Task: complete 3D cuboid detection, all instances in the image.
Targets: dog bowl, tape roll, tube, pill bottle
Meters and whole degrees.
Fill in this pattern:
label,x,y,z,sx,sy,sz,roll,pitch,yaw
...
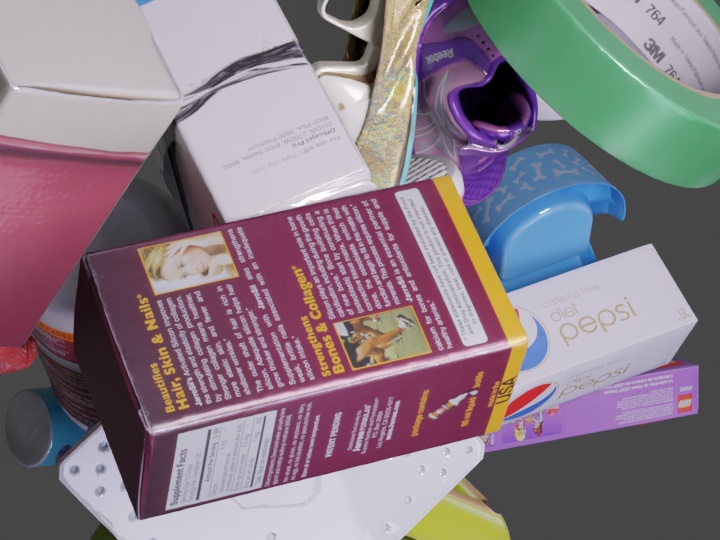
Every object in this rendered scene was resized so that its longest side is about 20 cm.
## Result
label,x,y,z,sx,sy,sz,roll,pitch,yaw
dog bowl,0.116,-0.012,1.793,0.111,0.050,0.200,-19,148,-15
tape roll,0.146,-0.136,1.490,0.200,0.201,0.048,11,131,-47
tube,-0.144,0.098,1.757,0.200,0.050,0.077,-4,148,-44
pill bottle,-0.143,0.037,1.600,0.109,0.110,0.200,-23,148,-9

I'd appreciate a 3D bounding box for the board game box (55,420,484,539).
label,x,y,z,sx,sy,sz,roll,pitch,yaw
board game box,-0.053,0.110,1.567,0.200,0.026,0.200,-44,118,-5

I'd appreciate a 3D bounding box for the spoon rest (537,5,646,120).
label,x,y,z,sx,sy,sz,roll,pitch,yaw
spoon rest,0.181,-0.141,1.647,0.200,0.061,0.099,-17,147,-20

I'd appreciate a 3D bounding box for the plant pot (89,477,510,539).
label,x,y,z,sx,sy,sz,roll,pitch,yaw
plant pot,-0.031,0.184,1.730,0.199,0.200,0.182,26,101,-36

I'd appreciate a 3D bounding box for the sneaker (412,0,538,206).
label,x,y,z,sx,sy,sz,roll,pitch,yaw
sneaker,0.068,-0.095,1.580,0.080,0.088,0.200,-36,150,-18

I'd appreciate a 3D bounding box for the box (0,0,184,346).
label,x,y,z,sx,sy,sz,roll,pitch,yaw
box,-0.201,-0.069,1.382,0.109,0.128,0.200,1,138,-40

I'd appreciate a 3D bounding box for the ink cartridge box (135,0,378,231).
label,x,y,z,sx,sy,sz,roll,pitch,yaw
ink cartridge box,-0.064,-0.071,1.417,0.084,0.200,0.145,-23,148,-9

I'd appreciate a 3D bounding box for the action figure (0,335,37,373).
label,x,y,z,sx,sy,sz,roll,pitch,yaw
action figure,-0.247,0.028,1.539,0.065,0.099,0.200,-7,173,-34

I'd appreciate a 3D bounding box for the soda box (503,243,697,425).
label,x,y,z,sx,sy,sz,roll,pitch,yaw
soda box,0.121,0.051,1.756,0.200,0.068,0.064,-19,156,-25

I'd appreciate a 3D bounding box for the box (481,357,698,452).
label,x,y,z,sx,sy,sz,roll,pitch,yaw
box,0.121,0.086,1.866,0.200,0.137,0.039,-8,103,-31

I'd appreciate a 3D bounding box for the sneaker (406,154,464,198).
label,x,y,z,sx,sy,sz,roll,pitch,yaw
sneaker,0.000,0.000,1.604,0.200,0.105,0.075,-18,-159,38

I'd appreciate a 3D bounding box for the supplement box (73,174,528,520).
label,x,y,z,sx,sy,sz,roll,pitch,yaw
supplement box,-0.032,0.037,1.305,0.199,0.111,0.086,-13,146,-18

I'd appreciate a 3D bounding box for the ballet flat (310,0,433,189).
label,x,y,z,sx,sy,sz,roll,pitch,yaw
ballet flat,0.004,-0.127,1.473,0.071,0.071,0.201,-2,112,-37
